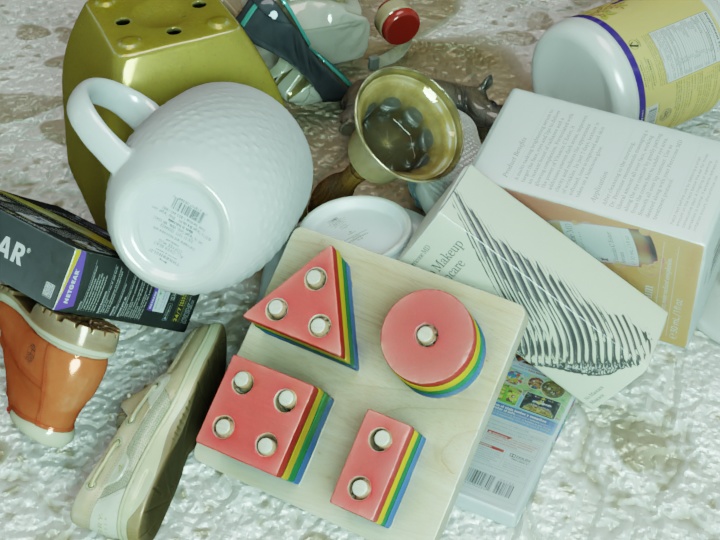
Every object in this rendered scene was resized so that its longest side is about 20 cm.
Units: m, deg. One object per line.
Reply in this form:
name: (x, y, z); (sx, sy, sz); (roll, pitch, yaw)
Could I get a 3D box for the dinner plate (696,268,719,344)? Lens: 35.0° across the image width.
dinner plate: (0.375, 0.008, 1.019); (0.199, 0.024, 0.201); (0, 42, 0)

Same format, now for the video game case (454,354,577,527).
video game case: (0.094, 0.103, 0.919); (0.143, 0.018, 0.200); (18, 45, 20)

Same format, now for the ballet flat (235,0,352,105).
ballet flat: (-0.071, -0.216, 1.185); (0.073, 0.200, 0.073); (-9, 66, 21)

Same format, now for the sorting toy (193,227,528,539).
sorting toy: (-0.008, 0.079, 0.836); (0.199, 0.070, 0.200); (20, 79, 22)

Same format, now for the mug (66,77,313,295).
mug: (-0.141, -0.075, 0.885); (0.200, 0.148, 0.175); (41, 20, -8)

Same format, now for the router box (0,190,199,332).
router box: (-0.254, -0.015, 0.954); (0.199, 0.052, 0.157); (24, 4, 32)

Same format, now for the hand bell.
hand bell: (-0.003, -0.091, 1.025); (0.104, 0.200, 0.105); (10, 68, -25)

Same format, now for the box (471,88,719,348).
box: (0.203, -0.044, 0.967); (0.199, 0.153, 0.107); (18, 60, 22)

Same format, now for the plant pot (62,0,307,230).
plant pot: (-0.176, -0.156, 1.078); (0.193, 0.201, 0.196); (-17, 45, -18)

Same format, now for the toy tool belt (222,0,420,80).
toy tool belt: (-0.046, -0.293, 1.291); (0.199, 0.125, 0.123); (-16, 52, -18)

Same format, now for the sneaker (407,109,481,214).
sneaker: (0.080, -0.080, 1.075); (0.073, 0.082, 0.200); (12, 32, -2)

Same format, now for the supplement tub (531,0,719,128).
supplement tub: (0.292, -0.212, 1.175); (0.199, 0.146, 0.145); (-24, 47, -24)

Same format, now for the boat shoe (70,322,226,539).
boat shoe: (-0.156, 0.114, 0.874); (0.065, 0.072, 0.201); (11, 48, 11)

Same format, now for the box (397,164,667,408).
box: (0.135, 0.014, 0.897); (0.200, 0.082, 0.068); (35, 49, -2)

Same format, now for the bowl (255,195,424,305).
bowl: (0.000, 0.000, 0.967); (0.200, 0.091, 0.202); (-4, 38, 3)

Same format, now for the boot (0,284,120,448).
boot: (-0.262, 0.072, 0.917); (0.075, 0.108, 0.200); (16, 3, -31)

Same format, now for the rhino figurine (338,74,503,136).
rhino figurine: (0.073, -0.168, 1.193); (0.199, 0.060, 0.088); (-3, 45, -5)
